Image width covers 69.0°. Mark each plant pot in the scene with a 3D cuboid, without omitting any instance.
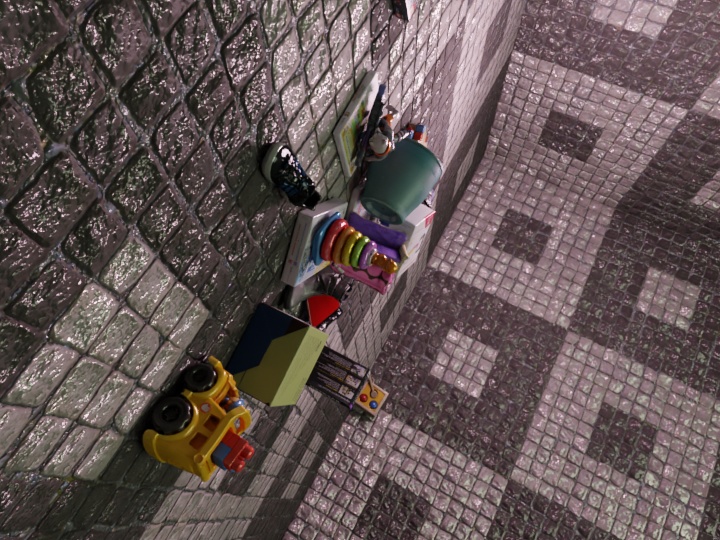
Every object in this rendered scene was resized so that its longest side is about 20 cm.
[{"bbox_3d":[0.100,-0.237,1.453,0.189,0.199,0.200,-62,166,-13],"label":"plant pot"}]

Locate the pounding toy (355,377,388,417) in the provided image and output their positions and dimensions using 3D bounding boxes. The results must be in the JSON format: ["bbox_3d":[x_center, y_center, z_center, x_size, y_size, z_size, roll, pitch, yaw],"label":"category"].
[{"bbox_3d":[0.062,0.743,3.155,0.200,0.184,0.142,-54,169,-20],"label":"pounding toy"}]

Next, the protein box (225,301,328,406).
[{"bbox_3d":[-0.196,0.204,1.257,0.199,0.134,0.200,-64,166,-7],"label":"protein box"}]

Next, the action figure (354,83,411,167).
[{"bbox_3d":[0.064,-0.342,1.264,0.194,0.104,0.201,-63,173,-57],"label":"action figure"}]

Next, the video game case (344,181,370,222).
[{"bbox_3d":[-0.002,-0.173,1.564,0.182,0.024,0.201,-44,155,-57],"label":"video game case"}]

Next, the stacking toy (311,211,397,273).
[{"bbox_3d":[-0.003,-0.044,1.220,0.110,0.199,0.116,-51,159,-44],"label":"stacking toy"}]

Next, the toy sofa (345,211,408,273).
[{"bbox_3d":[0.038,-0.080,1.477,0.098,0.199,0.083,-60,-161,25],"label":"toy sofa"}]

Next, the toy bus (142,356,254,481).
[{"bbox_3d":[-0.276,0.293,0.997,0.200,0.191,0.136,-56,163,-38],"label":"toy bus"}]

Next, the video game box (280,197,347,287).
[{"bbox_3d":[-0.110,-0.074,1.284,0.200,0.047,0.183,-37,147,-62],"label":"video game box"}]

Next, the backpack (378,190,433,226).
[{"bbox_3d":[0.144,-0.231,1.749,0.168,0.162,0.200,-57,-175,35],"label":"backpack"}]

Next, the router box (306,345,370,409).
[{"bbox_3d":[-0.085,0.369,1.834,0.149,0.199,0.051,-58,163,-23],"label":"router box"}]

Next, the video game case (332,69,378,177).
[{"bbox_3d":[-0.003,-0.347,1.259,0.183,0.023,0.200,-62,167,-13],"label":"video game case"}]

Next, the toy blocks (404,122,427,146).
[{"bbox_3d":[0.178,-0.417,1.711,0.200,0.099,0.137,-28,130,-70],"label":"toy blocks"}]

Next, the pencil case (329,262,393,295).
[{"bbox_3d":[0.000,0.000,1.503,0.094,0.199,0.091,-90,-156,-70],"label":"pencil case"}]

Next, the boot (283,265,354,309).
[{"bbox_3d":[-0.101,0.050,1.350,0.200,0.131,0.070,-52,162,-44],"label":"boot"}]

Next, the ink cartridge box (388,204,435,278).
[{"bbox_3d":[0.137,-0.097,1.616,0.148,0.085,0.201,-39,152,-49],"label":"ink cartridge box"}]

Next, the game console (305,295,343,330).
[{"bbox_3d":[-0.144,0.129,1.576,0.172,0.119,0.200,-37,180,27],"label":"game console"}]

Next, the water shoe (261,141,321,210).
[{"bbox_3d":[-0.121,-0.176,0.988,0.072,0.079,0.200,-63,166,-8],"label":"water shoe"}]

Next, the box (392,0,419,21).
[{"bbox_3d":[0.107,-0.648,1.103,0.137,0.038,0.200,-64,167,-3],"label":"box"}]
